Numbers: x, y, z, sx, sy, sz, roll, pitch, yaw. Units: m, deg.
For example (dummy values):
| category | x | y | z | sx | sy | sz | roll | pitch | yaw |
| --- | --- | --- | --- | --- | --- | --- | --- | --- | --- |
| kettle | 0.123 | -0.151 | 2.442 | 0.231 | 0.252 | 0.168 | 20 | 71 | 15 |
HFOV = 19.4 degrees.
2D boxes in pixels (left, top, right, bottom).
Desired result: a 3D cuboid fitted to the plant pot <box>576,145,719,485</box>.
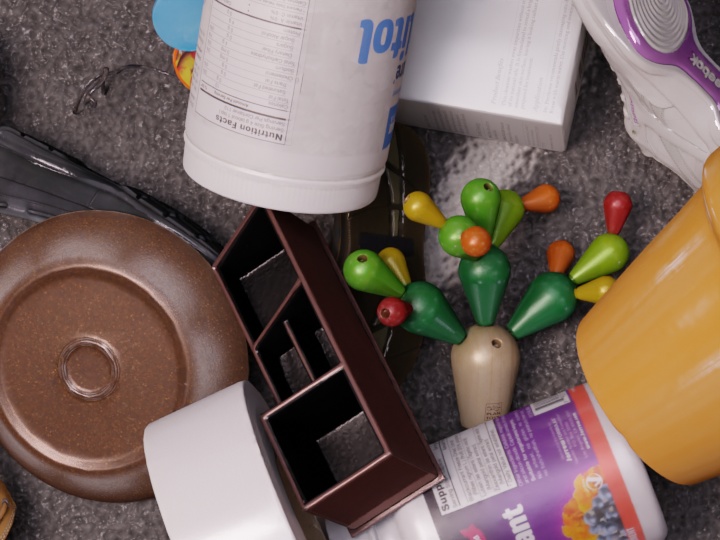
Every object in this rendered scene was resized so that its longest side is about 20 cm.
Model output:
| category | x | y | z | sx | sy | sz | roll | pitch | yaw |
| --- | --- | --- | --- | --- | --- | --- | --- | --- | --- |
| plant pot | 0.239 | 0.032 | 1.280 | 0.183 | 0.200 | 0.200 | -37 | 77 | 25 |

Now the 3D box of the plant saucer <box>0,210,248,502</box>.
| category | x | y | z | sx | sy | sz | roll | pitch | yaw |
| --- | --- | --- | --- | --- | --- | --- | --- | --- | --- |
| plant saucer | -0.174 | 0.062 | 1.386 | 0.200 | 0.037 | 0.201 | 2 | 101 | 12 |

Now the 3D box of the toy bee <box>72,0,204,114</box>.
| category | x | y | z | sx | sy | sz | roll | pitch | yaw |
| --- | --- | --- | --- | --- | --- | --- | --- | --- | --- |
| toy bee | -0.092 | -0.165 | 1.427 | 0.109 | 0.200 | 0.131 | 32 | 47 | -15 |

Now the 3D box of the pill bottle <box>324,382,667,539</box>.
| category | x | y | z | sx | sy | sz | roll | pitch | yaw |
| --- | --- | --- | --- | --- | --- | --- | --- | --- | --- |
| pill bottle | 0.084 | 0.155 | 1.335 | 0.200 | 0.111 | 0.112 | -22 | 78 | 3 |

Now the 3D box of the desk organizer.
| category | x | y | z | sx | sy | sz | roll | pitch | yaw |
| --- | --- | --- | --- | --- | --- | --- | --- | --- | --- |
| desk organizer | -0.032 | 0.057 | 1.303 | 0.072 | 0.077 | 0.200 | -33 | 64 | 13 |

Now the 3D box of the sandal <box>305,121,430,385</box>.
| category | x | y | z | sx | sy | sz | roll | pitch | yaw |
| --- | --- | --- | --- | --- | --- | --- | --- | --- | --- |
| sandal | 0.000 | 0.000 | 1.398 | 0.082 | 0.055 | 0.201 | 9 | 80 | -22 |

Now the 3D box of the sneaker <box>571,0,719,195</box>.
| category | x | y | z | sx | sy | sz | roll | pitch | yaw |
| --- | --- | --- | --- | --- | --- | --- | --- | --- | --- |
| sneaker | 0.188 | -0.122 | 1.360 | 0.200 | 0.100 | 0.075 | 50 | 55 | -8 |

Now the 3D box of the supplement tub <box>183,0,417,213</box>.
| category | x | y | z | sx | sy | sz | roll | pitch | yaw |
| --- | --- | --- | --- | --- | --- | --- | --- | --- | --- |
| supplement tub | -0.034 | -0.149 | 1.298 | 0.132 | 0.132 | 0.200 | 13 | 111 | 9 |

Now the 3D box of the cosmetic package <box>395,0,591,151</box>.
| category | x | y | z | sx | sy | sz | roll | pitch | yaw |
| --- | --- | --- | --- | --- | --- | --- | --- | --- | --- |
| cosmetic package | 0.050 | -0.155 | 1.410 | 0.199 | 0.081 | 0.113 | 12 | 82 | 10 |

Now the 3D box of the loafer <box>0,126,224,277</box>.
| category | x | y | z | sx | sy | sz | roll | pitch | yaw |
| --- | --- | --- | --- | --- | --- | --- | --- | --- | --- |
| loafer | -0.179 | -0.030 | 1.425 | 0.200 | 0.068 | 0.071 | 26 | 92 | 16 |

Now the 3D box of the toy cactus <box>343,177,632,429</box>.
| category | x | y | z | sx | sy | sz | roll | pitch | yaw |
| --- | --- | --- | --- | --- | --- | --- | --- | --- | --- |
| toy cactus | 0.089 | 0.023 | 1.361 | 0.200 | 0.102 | 0.165 | -9 | 107 | -30 |

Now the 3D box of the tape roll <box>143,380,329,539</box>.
| category | x | y | z | sx | sy | sz | roll | pitch | yaw |
| --- | --- | --- | --- | --- | --- | --- | --- | --- | --- |
| tape roll | -0.061 | 0.173 | 1.305 | 0.071 | 0.202 | 0.203 | -25 | 78 | 2 |

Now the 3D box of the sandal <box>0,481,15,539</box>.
| category | x | y | z | sx | sy | sz | roll | pitch | yaw |
| --- | --- | --- | --- | --- | --- | --- | --- | --- | --- |
| sandal | -0.253 | 0.177 | 1.385 | 0.054 | 0.082 | 0.201 | -6 | 77 | -12 |
